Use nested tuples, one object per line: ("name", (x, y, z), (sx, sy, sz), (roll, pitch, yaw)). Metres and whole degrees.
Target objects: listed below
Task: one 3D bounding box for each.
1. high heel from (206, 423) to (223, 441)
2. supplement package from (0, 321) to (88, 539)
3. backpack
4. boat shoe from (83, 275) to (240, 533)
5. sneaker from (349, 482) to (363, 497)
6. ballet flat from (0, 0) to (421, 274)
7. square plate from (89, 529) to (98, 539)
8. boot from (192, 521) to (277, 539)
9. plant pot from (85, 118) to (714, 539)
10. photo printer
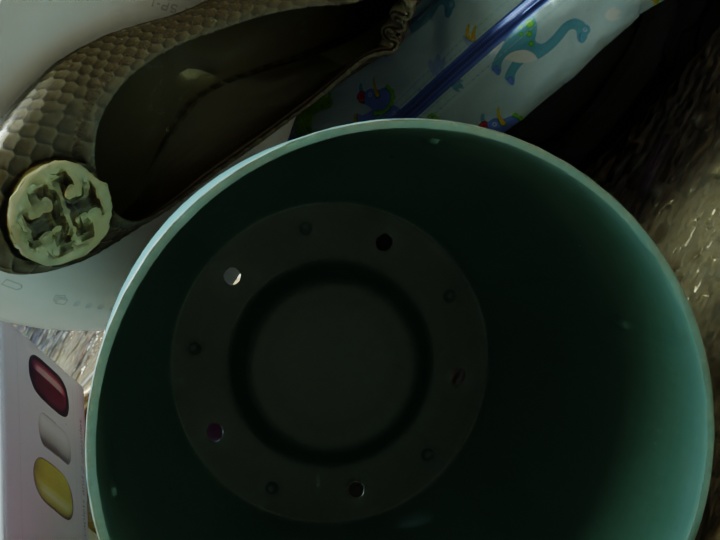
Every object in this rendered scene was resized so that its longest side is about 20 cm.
("high heel", (-0.072, 0.128, 1.033), (0.096, 0.067, 0.201), (-24, -52, -54))
("supplement package", (-0.205, 0.138, 1.089), (0.155, 0.111, 0.201), (-9, 69, 12))
("backpack", (0.055, -0.089, 0.979), (0.200, 0.154, 0.163), (-25, -4, 39))
("boat shoe", (-0.092, 0.053, 1.166), (0.200, 0.069, 0.074), (-48, 23, 33))
("sneaker", (0.000, 0.000, 1.076), (0.076, 0.090, 0.201), (-28, 63, 46))
("ballet flat", (-0.050, -0.060, 0.868), (0.200, 0.068, 0.046), (-34, 42, -25))
("square plate", (-0.068, 0.088, 1.205), (0.199, 0.028, 0.200), (-61, 19, 1))
("boot", (-0.071, 0.193, 0.931), (0.174, 0.069, 0.200), (-60, 10, 26))
("plant pot", (0.001, 0.045, 0.858), (0.201, 0.200, 0.161), (-60, 11, 1))
("photo printer", (-0.093, -0.076, 0.907), (0.069, 0.166, 0.201), (26, 99, 42))
